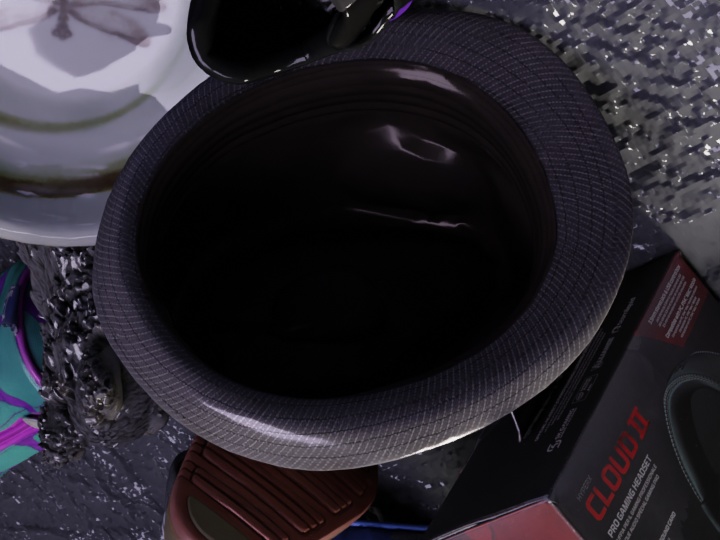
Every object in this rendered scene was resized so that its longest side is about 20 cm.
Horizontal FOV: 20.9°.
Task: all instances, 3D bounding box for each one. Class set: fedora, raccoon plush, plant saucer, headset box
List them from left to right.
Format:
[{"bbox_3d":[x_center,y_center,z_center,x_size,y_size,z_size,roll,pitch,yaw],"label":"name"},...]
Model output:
[{"bbox_3d":[-0.143,-0.005,0.839,0.198,0.134,0.097,26,145,9],"label":"raccoon plush"},{"bbox_3d":[-0.117,-0.110,0.769,0.198,0.050,0.202,-1,116,-3],"label":"plant saucer"},{"bbox_3d":[0.000,0.000,0.743,0.178,0.199,0.091,59,167,23],"label":"fedora"},{"bbox_3d":[0.122,0.105,0.761,0.077,0.149,0.200,-27,108,43],"label":"headset box"}]

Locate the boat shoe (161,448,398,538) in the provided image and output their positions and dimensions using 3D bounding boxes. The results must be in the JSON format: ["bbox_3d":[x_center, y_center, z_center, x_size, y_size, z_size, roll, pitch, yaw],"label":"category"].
[{"bbox_3d":[-0.011,0.136,0.939,0.199,0.070,0.067,23,138,25],"label":"boat shoe"}]

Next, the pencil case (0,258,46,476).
[{"bbox_3d":[-0.177,0.059,0.957,0.085,0.093,0.199,26,144,-26],"label":"pencil case"}]

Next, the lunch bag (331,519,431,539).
[{"bbox_3d":[0.029,0.195,0.801,0.134,0.202,0.133,0,151,20],"label":"lunch bag"}]

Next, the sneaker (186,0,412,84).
[{"bbox_3d":[0.016,-0.121,0.658,0.199,0.100,0.070,-33,106,33],"label":"sneaker"}]

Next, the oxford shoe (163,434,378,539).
[{"bbox_3d":[-0.034,0.089,0.803,0.071,0.200,0.074,40,114,7],"label":"oxford shoe"}]
